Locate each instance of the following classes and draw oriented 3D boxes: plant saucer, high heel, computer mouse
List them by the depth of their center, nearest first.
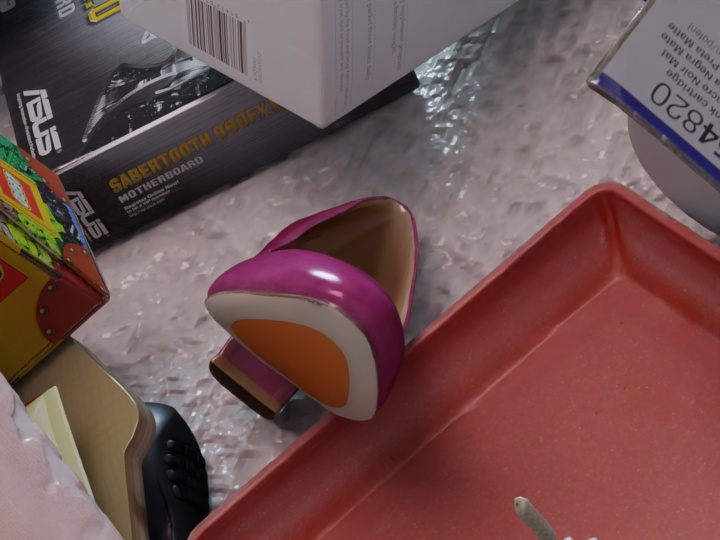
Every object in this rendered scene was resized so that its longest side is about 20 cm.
[{"bbox_3d":[0.071,0.082,0.861,0.200,0.037,0.200,-40,42,-11],"label":"plant saucer"},{"bbox_3d":[0.000,0.000,0.900,0.067,0.200,0.096,38,78,2],"label":"high heel"},{"bbox_3d":[-0.081,0.120,0.916,0.058,0.034,0.200,-19,43,13],"label":"computer mouse"}]

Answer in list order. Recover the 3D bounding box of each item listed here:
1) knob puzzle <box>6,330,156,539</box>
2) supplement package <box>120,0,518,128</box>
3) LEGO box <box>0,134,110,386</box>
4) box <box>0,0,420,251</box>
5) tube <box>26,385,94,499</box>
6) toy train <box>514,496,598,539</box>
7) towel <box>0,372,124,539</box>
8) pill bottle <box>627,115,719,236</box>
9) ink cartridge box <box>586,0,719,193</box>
[{"bbox_3d":[-0.145,0.100,0.946,0.219,0.030,0.220,-22,51,30],"label":"knob puzzle"},{"bbox_3d":[0.014,-0.161,1.020,0.114,0.110,0.200,31,49,32],"label":"supplement package"},{"bbox_3d":[-0.213,0.018,0.928,0.200,0.149,0.077,-41,43,11],"label":"LEGO box"},{"bbox_3d":[-0.076,-0.113,1.130,0.158,0.048,0.200,-27,41,6],"label":"box"},{"bbox_3d":[-0.169,0.120,0.899,0.200,0.058,0.052,-33,6,15],"label":"tube"},{"bbox_3d":[0.114,0.130,0.667,0.115,0.200,0.085,8,53,30],"label":"toy train"},{"bbox_3d":[-0.166,0.116,0.857,0.191,0.032,0.200,-41,78,12],"label":"towel"},{"bbox_3d":[0.175,-0.107,0.925,0.113,0.113,0.200,10,56,37],"label":"pill bottle"},{"bbox_3d":[0.185,-0.059,0.827,0.200,0.200,0.041,-52,6,-25],"label":"ink cartridge box"}]
